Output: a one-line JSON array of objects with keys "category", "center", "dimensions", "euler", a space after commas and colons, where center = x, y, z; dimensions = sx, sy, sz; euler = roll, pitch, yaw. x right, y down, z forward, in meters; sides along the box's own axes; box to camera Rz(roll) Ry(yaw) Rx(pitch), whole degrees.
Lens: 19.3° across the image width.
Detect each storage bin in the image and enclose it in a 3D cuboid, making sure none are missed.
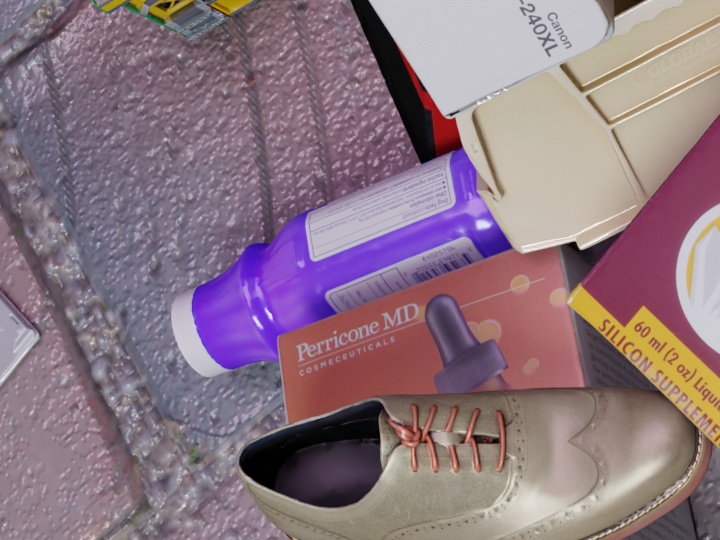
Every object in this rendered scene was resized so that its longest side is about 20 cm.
[{"category": "storage bin", "center": [0.137, -0.124, 0.954], "dimensions": [0.198, 0.094, 0.200], "euler": [-26, 27, 17]}]

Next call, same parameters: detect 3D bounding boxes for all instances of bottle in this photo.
[{"category": "bottle", "center": [0.000, 0.000, 1.054], "dimensions": [0.200, 0.084, 0.065], "euler": [-22, 61, 23]}]

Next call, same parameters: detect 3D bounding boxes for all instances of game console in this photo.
[{"category": "game console", "center": [0.014, -0.157, 1.056], "dimensions": [0.031, 0.177, 0.200], "euler": [-19, 59, -5]}]

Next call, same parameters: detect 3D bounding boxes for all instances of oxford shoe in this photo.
[{"category": "oxford shoe", "center": [0.043, 0.082, 0.866], "dimensions": [0.200, 0.075, 0.071], "euler": [-14, 61, 23]}]

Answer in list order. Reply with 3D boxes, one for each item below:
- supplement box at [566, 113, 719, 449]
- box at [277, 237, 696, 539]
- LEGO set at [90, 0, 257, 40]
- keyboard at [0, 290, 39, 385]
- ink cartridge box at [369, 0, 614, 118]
[{"category": "supplement box", "center": [0.190, -0.028, 0.819], "dimensions": [0.110, 0.086, 0.200], "euler": [45, 118, 15]}, {"category": "box", "center": [0.061, 0.110, 0.957], "dimensions": [0.152, 0.106, 0.200], "euler": [-21, 61, 23]}, {"category": "LEGO set", "center": [-0.099, -0.230, 1.170], "dimensions": [0.116, 0.154, 0.200], "euler": [-28, 62, 19]}, {"category": "keyboard", "center": [-0.259, 0.004, 1.258], "dimensions": [0.200, 0.011, 0.056], "euler": [42, 100, 36]}, {"category": "ink cartridge box", "center": [0.040, -0.178, 0.888], "dimensions": [0.083, 0.145, 0.200], "euler": [-25, 25, 21]}]
